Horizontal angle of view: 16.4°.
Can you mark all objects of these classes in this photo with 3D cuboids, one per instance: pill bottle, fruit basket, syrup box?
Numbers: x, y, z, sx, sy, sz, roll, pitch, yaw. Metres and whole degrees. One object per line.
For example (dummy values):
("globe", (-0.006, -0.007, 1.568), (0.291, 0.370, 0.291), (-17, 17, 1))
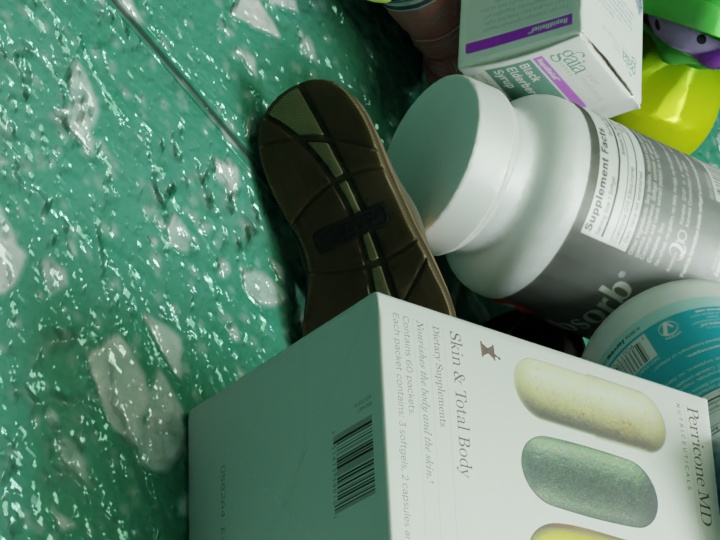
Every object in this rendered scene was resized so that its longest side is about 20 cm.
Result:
("pill bottle", (0.192, 0.101, 1.265), (0.111, 0.111, 0.200), (39, 15, -37))
("fruit basket", (0.171, -0.145, 1.536), (0.155, 0.215, 0.216), (13, 60, -52))
("pill bottle", (0.116, -0.027, 1.354), (0.200, 0.116, 0.116), (21, 52, -27))
("syrup box", (0.109, -0.183, 1.402), (0.079, 0.081, 0.200), (41, 45, -47))

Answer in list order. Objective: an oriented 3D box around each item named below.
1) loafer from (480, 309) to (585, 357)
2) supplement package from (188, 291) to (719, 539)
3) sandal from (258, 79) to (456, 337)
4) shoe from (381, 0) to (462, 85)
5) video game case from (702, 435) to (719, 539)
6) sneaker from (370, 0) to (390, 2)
("loafer", (0.087, 0.075, 1.345), (0.073, 0.071, 0.200), (59, 33, -13))
("supplement package", (0.044, 0.127, 1.138), (0.200, 0.151, 0.152), (18, 55, -34))
("sandal", (0.000, 0.000, 1.279), (0.055, 0.082, 0.200), (38, 30, -71))
("shoe", (0.056, -0.190, 1.471), (0.200, 0.071, 0.091), (-77, 147, -48))
("video game case", (0.136, 0.167, 1.195), (0.022, 0.200, 0.183), (15, 83, -32))
("sneaker", (-0.031, -0.236, 1.359), (0.083, 0.072, 0.200), (-33, 79, -18))
